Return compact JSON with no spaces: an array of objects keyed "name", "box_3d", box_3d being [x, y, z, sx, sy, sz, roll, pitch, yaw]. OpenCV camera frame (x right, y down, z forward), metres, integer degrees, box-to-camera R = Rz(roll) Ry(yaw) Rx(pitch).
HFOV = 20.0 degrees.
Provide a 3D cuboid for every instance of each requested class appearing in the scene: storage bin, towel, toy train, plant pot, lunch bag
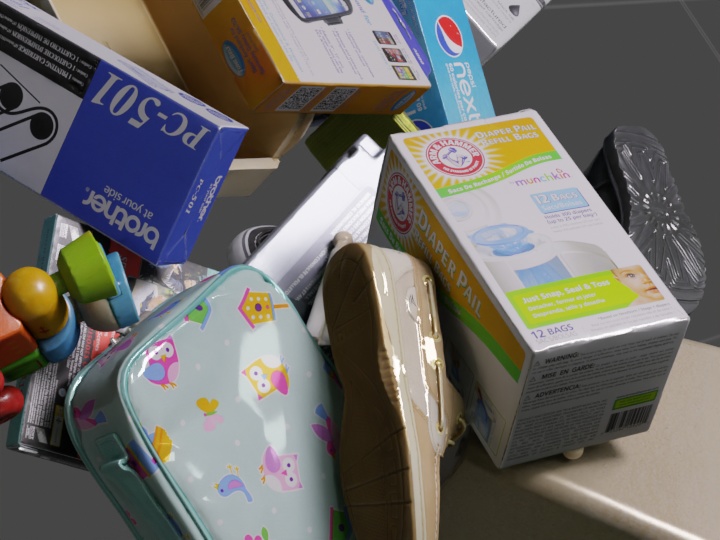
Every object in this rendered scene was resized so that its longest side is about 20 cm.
[{"name":"storage bin","box_3d":[-0.158,-0.150,1.386,0.199,0.094,0.199,-6,61,-50]},{"name":"towel","box_3d":[0.043,-0.041,1.508,0.200,0.086,0.018,51,35,4]},{"name":"toy train","box_3d":[-0.182,0.015,1.089,0.200,0.115,0.085,95,-29,-78]},{"name":"plant pot","box_3d":[0.125,0.147,1.345,0.176,0.200,0.200,24,40,-8]},{"name":"lunch bag","box_3d":[-0.079,0.108,1.203,0.160,0.077,0.201,-41,105,-39]}]

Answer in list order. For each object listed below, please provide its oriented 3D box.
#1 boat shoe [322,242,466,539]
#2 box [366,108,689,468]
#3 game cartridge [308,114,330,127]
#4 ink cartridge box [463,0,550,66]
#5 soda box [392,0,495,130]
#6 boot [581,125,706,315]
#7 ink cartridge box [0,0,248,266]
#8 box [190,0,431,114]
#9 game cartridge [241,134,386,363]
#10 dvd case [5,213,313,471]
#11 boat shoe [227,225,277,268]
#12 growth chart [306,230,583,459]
[{"name":"boat shoe","box_3d":[0.029,0.082,1.203,0.069,0.074,0.201,2,76,-35]},{"name":"box","box_3d":[0.096,0.007,1.255,0.112,0.102,0.200,-11,47,-23]},{"name":"game cartridge","box_3d":[-0.057,-0.173,1.568,0.199,0.041,0.134,-11,70,-51]},{"name":"ink cartridge box","box_3d":[0.080,-0.251,1.746,0.145,0.083,0.200,47,35,-2]},{"name":"soda box","box_3d":[0.055,-0.136,1.579,0.068,0.064,0.201,-12,86,-52]},{"name":"boot","box_3d":[0.161,0.016,1.484,0.065,0.200,0.166,16,48,-25]},{"name":"ink cartridge box","box_3d":[-0.175,-0.091,1.243,0.199,0.094,0.044,31,12,17]},{"name":"box","box_3d":[-0.031,-0.167,1.431,0.200,0.041,0.120,-3,60,-56]},{"name":"game cartridge","box_3d":[-0.012,0.019,1.369,0.133,0.041,0.200,47,63,-8]},{"name":"dvd case","box_3d":[-0.116,0.063,1.251,0.199,0.022,0.147,19,67,-33]},{"name":"boat shoe","box_3d":[0.000,0.000,1.439,0.199,0.066,0.070,19,44,-35]},{"name":"growth chart","box_3d":[0.057,0.047,1.292,0.199,0.018,0.145,18,42,7]}]
